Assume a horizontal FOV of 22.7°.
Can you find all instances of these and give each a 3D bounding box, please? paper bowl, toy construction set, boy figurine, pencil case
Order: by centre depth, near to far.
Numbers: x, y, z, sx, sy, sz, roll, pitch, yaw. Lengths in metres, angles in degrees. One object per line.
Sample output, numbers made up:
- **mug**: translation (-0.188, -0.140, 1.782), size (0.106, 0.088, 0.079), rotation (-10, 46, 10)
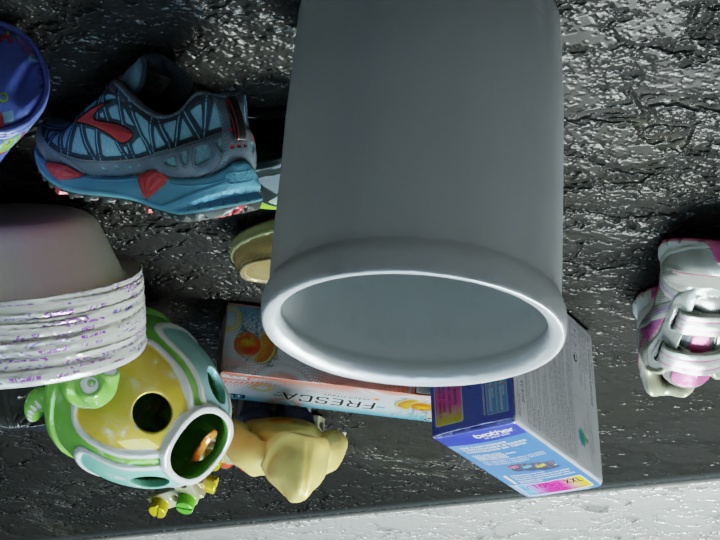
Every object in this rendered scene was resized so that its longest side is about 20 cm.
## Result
- **pencil case**: translation (-0.267, -0.090, 1.142), size (0.078, 0.087, 0.200), rotation (-33, -179, -36)
- **paper bowl**: translation (-0.253, 0.012, 1.275), size (0.199, 0.105, 0.201), rotation (-1, -170, 0)
- **boy figurine**: translation (-0.070, 0.142, 1.534), size (0.123, 0.065, 0.200), rotation (9, -170, -9)
- **toy construction set**: translation (-0.122, 0.174, 1.703), size (0.198, 0.092, 0.132), rotation (-8, 130, 8)

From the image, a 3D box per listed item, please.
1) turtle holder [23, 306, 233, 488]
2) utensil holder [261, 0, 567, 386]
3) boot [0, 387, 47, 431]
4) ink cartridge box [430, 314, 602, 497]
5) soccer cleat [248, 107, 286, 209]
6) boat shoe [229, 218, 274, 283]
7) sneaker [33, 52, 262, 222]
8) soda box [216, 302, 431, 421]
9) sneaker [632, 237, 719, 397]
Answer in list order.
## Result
- **turtle holder**: translation (-0.174, 0.095, 1.413), size (0.131, 0.141, 0.186), rotation (32, 149, 31)
- **utensil holder**: translation (0.033, -0.057, 1.017), size (0.169, 0.201, 0.170), rotation (2, 156, 1)
- **boot**: translation (-0.300, 0.111, 1.613), size (0.199, 0.077, 0.168), rotation (2, 177, -42)
- **ink cartridge box**: translation (0.114, 0.081, 1.398), size (0.076, 0.137, 0.200), rotation (-14, 151, 24)
- **soccer cleat**: translation (-0.015, -0.069, 1.171), size (0.198, 0.068, 0.081), rotation (6, 144, -4)
- **boat shoe**: translation (0.001, 0.001, 1.323), size (0.199, 0.064, 0.073), rotation (3, 156, 2)
- **sneaker**: translation (-0.132, -0.091, 1.133), size (0.199, 0.096, 0.079), rotation (12, -163, 41)
- **soda box**: translation (-0.021, 0.078, 1.503), size (0.198, 0.064, 0.068), rotation (8, 157, -7)
- **sneaker**: translation (0.254, 0.038, 1.339), size (0.081, 0.089, 0.200), rotation (4, 156, 0)
